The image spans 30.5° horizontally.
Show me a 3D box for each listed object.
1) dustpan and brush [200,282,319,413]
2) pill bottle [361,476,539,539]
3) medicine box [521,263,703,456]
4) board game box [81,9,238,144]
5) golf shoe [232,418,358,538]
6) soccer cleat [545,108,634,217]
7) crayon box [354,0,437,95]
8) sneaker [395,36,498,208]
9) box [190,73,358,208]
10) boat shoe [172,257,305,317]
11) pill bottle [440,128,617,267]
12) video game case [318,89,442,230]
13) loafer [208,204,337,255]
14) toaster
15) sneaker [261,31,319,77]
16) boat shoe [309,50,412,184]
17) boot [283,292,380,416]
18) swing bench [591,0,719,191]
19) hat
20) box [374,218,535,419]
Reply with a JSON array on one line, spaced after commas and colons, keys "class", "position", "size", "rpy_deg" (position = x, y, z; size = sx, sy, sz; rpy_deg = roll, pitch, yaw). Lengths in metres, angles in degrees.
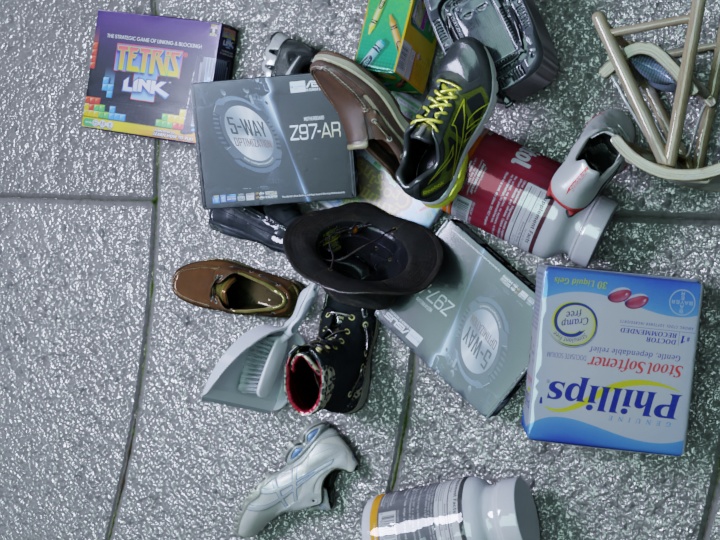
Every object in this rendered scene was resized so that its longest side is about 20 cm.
[{"class": "dustpan and brush", "position": [-0.107, 0.095, 1.698], "size": [0.057, 0.139, 0.201], "rpy_deg": [26, 95, 43]}, {"class": "pill bottle", "position": [0.111, 0.317, 1.619], "size": [0.199, 0.116, 0.117], "rpy_deg": [-14, 85, 21]}, {"class": "medicine box", "position": [0.288, 0.100, 1.527], "size": [0.181, 0.103, 0.201], "rpy_deg": [6, 92, 4]}, {"class": "board game box", "position": [-0.275, -0.263, 1.808], "size": [0.199, 0.057, 0.166], "rpy_deg": [10, 95, 22]}, {"class": "golf shoe", "position": [-0.086, 0.292, 1.723], "size": [0.097, 0.078, 0.200], "rpy_deg": [42, 106, 11]}, {"class": "soccer cleat", "position": [0.278, -0.138, 1.514], "size": [0.069, 0.200, 0.085], "rpy_deg": [40, 137, 4]}, {"class": "crayon box", "position": [0.059, -0.329, 1.628], "size": [0.058, 0.119, 0.201], "rpy_deg": [13, 88, 21]}, {"class": "sneaker", "position": [0.097, -0.169, 1.502], "size": [0.074, 0.084, 0.201], "rpy_deg": [17, 96, 31]}, {"class": "box", "position": [-0.107, -0.166, 1.675], "size": [0.199, 0.044, 0.161], "rpy_deg": [-3, 99, 6]}, {"class": "boat shoe", "position": [-0.171, 0.021, 1.758], "size": [0.199, 0.068, 0.072], "rpy_deg": [5, 92, 22]}, {"class": "pill bottle", "position": [0.199, -0.085, 1.579], "size": [0.199, 0.113, 0.113], "rpy_deg": [27, 100, 11]}, {"class": "video game case", "position": [0.031, -0.138, 1.701], "size": [0.200, 0.022, 0.183], "rpy_deg": [35, 103, 18]}, {"class": "loafer", "position": [-0.111, -0.065, 1.734], "size": [0.200, 0.068, 0.071], "rpy_deg": [18, 104, 25]}, {"class": "toaster", "position": [0.166, -0.280, 1.589], "size": [0.113, 0.129, 0.201], "rpy_deg": [-29, 79, 20]}, {"class": "sneaker", "position": [-0.097, -0.208, 1.729], "size": [0.090, 0.066, 0.201], "rpy_deg": [16, 94, 24]}, {"class": "boat shoe", "position": [0.009, -0.178, 1.599], "size": [0.075, 0.202, 0.075], "rpy_deg": [-7, 47, 59]}, {"class": "boot", "position": [-0.036, 0.084, 1.657], "size": [0.073, 0.154, 0.205], "rpy_deg": [4, 91, 21]}, {"class": "swing bench", "position": [0.351, -0.185, 1.477], "size": [0.129, 0.199, 0.201], "rpy_deg": [-8, 86, 22]}, {"class": "hat", "position": [0.000, 0.000, 1.633], "size": [0.200, 0.201, 0.081], "rpy_deg": [21, 129, 21]}, {"class": "box", "position": [0.139, 0.058, 1.645], "size": [0.200, 0.043, 0.160], "rpy_deg": [43, 104, 17]}]
